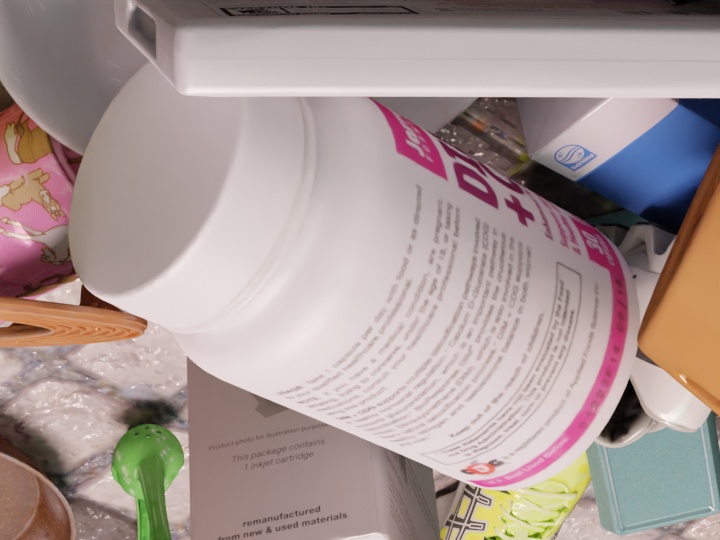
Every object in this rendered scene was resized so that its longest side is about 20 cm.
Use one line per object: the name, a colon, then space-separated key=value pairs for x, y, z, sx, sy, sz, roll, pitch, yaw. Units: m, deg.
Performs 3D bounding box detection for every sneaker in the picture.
sneaker: x=0.102 y=0.027 z=0.843 sx=0.074 sy=0.089 sz=0.200 roll=20 pitch=177 yaw=-12
sneaker: x=0.085 y=0.139 z=1.085 sx=0.075 sy=0.077 sz=0.200 roll=9 pitch=136 yaw=-20

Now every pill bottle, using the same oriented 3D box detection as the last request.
pill bottle: x=0.000 y=0.000 z=0.723 sx=0.199 sy=0.114 sz=0.113 roll=26 pitch=130 yaw=-38

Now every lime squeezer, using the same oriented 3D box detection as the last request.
lime squeezer: x=-0.106 y=0.117 z=1.030 sx=0.037 sy=0.071 sz=0.200 roll=-20 pitch=175 yaw=-12

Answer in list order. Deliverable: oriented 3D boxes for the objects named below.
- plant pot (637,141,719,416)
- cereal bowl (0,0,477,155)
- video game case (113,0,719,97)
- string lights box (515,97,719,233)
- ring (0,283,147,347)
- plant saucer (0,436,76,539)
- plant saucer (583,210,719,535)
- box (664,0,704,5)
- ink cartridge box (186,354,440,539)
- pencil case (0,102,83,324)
plant pot: x=0.184 y=-0.007 z=0.670 sx=0.139 sy=0.201 sz=0.201 roll=25 pitch=139 yaw=5
cereal bowl: x=-0.040 y=-0.123 z=0.717 sx=0.198 sy=0.084 sz=0.201 roll=-6 pitch=143 yaw=-5
video game case: x=0.032 y=-0.074 z=0.605 sx=0.198 sy=0.182 sz=0.024 roll=-1 pitch=102 yaw=-12
string lights box: x=0.148 y=-0.063 z=0.819 sx=0.199 sy=0.103 sz=0.059 roll=24 pitch=133 yaw=-36
ring: x=-0.177 y=0.012 z=0.718 sx=0.199 sy=0.019 sz=0.200 roll=2 pitch=174 yaw=0
plant saucer: x=-0.250 y=0.129 z=1.035 sx=0.199 sy=0.035 sz=0.201 roll=-6 pitch=143 yaw=-4
plant saucer: x=0.141 y=0.056 z=0.994 sx=0.069 sy=0.019 sz=0.201 roll=-13 pitch=124 yaw=4
box: x=0.159 y=-0.192 z=0.578 sx=0.181 sy=0.201 sz=0.104 roll=-7 pitch=141 yaw=-4
ink cartridge box: x=-0.019 y=0.069 z=0.874 sx=0.082 sy=0.201 sz=0.147 roll=-12 pitch=142 yaw=9
pencil case: x=-0.170 y=-0.005 z=0.843 sx=0.199 sy=0.083 sz=0.087 roll=-30 pitch=117 yaw=24
